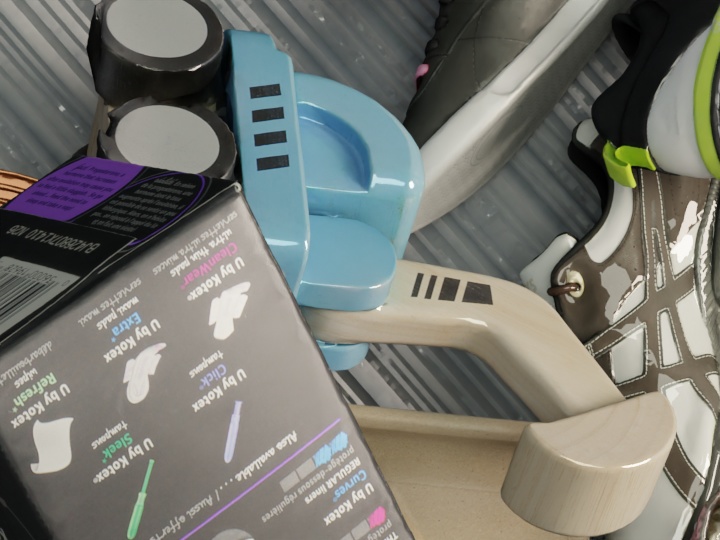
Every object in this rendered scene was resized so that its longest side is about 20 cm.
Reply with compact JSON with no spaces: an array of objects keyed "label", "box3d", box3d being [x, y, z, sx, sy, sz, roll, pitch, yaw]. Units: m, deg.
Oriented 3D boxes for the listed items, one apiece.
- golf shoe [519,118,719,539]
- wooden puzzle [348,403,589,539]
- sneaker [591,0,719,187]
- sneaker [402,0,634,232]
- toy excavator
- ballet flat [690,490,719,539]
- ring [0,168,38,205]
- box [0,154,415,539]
[{"label":"golf shoe","box3d":[0.099,0.036,1.004,0.094,0.078,0.202,13,71,0]},{"label":"wooden puzzle","box3d":[-0.015,0.146,0.964,0.183,0.037,0.202,6,93,2]},{"label":"sneaker","box3d":[0.133,-0.107,1.006,0.082,0.072,0.201,-4,39,28]},{"label":"sneaker","box3d":[0.042,-0.109,1.019,0.099,0.071,0.200,37,82,10]},{"label":"toy excavator","box3d":[0.000,0.000,0.934,0.198,0.100,0.195,4,43,-12]},{"label":"ballet flat","box3d":[0.138,0.148,0.867,0.069,0.201,0.071,-21,129,8]},{"label":"ring","box3d":[-0.150,0.059,0.985,0.199,0.019,0.202,1,81,-9]},{"label":"box","box3d":[-0.062,0.078,0.841,0.106,0.122,0.201,-35,113,-22]}]
